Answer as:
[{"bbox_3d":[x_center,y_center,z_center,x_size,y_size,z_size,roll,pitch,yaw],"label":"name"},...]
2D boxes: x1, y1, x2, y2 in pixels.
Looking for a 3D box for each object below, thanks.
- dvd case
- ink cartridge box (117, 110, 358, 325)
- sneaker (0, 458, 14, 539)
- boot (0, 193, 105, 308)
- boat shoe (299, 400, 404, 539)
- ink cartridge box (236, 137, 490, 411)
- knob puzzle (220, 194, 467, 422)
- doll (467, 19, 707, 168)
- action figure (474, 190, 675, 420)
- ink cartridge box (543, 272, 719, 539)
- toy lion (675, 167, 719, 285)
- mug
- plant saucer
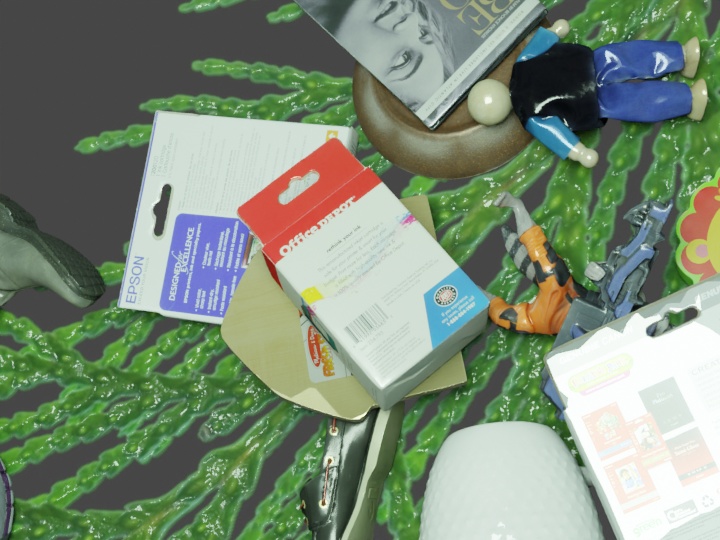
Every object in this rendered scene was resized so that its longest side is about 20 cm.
[{"bbox_3d":[0.050,-0.244,1.029,0.149,0.016,0.200,-45,69,2],"label":"dvd case"},{"bbox_3d":[-0.114,-0.046,1.051,0.199,0.043,0.200,7,80,15],"label":"ink cartridge box"},{"bbox_3d":[-0.386,0.173,1.057,0.074,0.088,0.201,-20,72,11],"label":"sneaker"},{"bbox_3d":[-0.345,0.016,1.102,0.200,0.068,0.131,35,93,28],"label":"boot"},{"bbox_3d":[-0.018,0.198,0.952,0.063,0.074,0.203,11,75,17],"label":"boat shoe"},{"bbox_3d":[0.000,0.000,0.934,0.116,0.067,0.200,-37,70,-11],"label":"ink cartridge box"},{"bbox_3d":[-0.022,0.038,0.974,0.218,0.030,0.221,-1,69,4],"label":"knob puzzle"},{"bbox_3d":[0.191,-0.152,0.964,0.198,0.048,0.137,-4,75,2],"label":"doll"},{"bbox_3d":[0.188,0.009,0.923,0.193,0.104,0.201,36,114,16],"label":"action figure"},{"bbox_3d":[0.258,0.106,0.813,0.199,0.084,0.177,-25,70,9],"label":"ink cartridge box"},{"bbox_3d":[0.365,-0.020,0.902,0.199,0.069,0.192,-33,63,6],"label":"toy lion"},{"bbox_3d":[0.141,0.215,0.876,0.198,0.148,0.177,2,66,-14],"label":"mug"},{"bbox_3d":[0.083,-0.185,1.032,0.199,0.037,0.202,-4,77,16],"label":"plant saucer"}]
